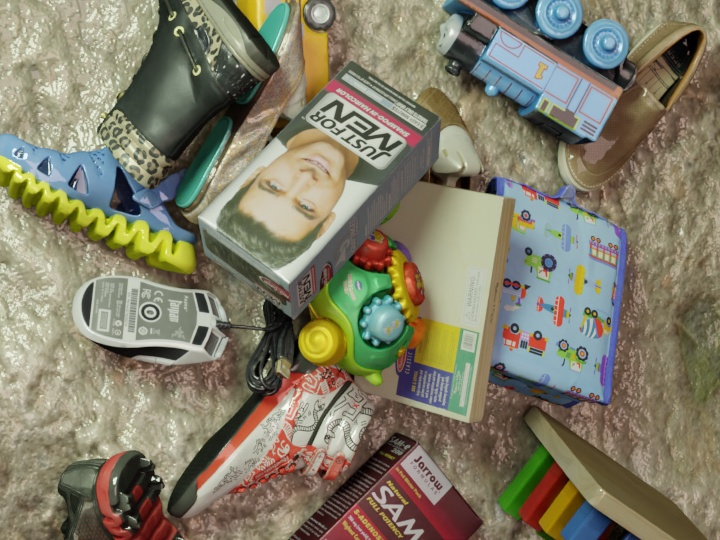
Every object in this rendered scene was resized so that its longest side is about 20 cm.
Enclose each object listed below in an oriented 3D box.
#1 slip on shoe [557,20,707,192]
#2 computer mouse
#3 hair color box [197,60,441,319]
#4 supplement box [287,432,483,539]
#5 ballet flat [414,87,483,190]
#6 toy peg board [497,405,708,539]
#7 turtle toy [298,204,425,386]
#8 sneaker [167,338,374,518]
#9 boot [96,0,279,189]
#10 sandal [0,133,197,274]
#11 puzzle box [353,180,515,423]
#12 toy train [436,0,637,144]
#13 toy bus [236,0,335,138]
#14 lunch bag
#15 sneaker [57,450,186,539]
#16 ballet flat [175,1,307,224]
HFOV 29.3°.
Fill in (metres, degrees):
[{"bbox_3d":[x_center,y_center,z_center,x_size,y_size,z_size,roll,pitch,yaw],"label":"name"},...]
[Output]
[{"bbox_3d":[0.268,-0.162,1.341,0.076,0.060,0.200,45,78,-16],"label":"slip on shoe"},{"bbox_3d":[-0.154,0.050,1.203,0.197,0.044,0.111,10,56,-13],"label":"computer mouse"},{"bbox_3d":[-0.031,-0.069,1.132,0.098,0.061,0.200,34,66,18],"label":"hair color box"},{"bbox_3d":[0.005,0.260,1.270,0.200,0.061,0.109,-44,105,-13],"label":"supplement box"},{"bbox_3d":[0.081,-0.068,1.272,0.067,0.072,0.203,3,91,-32],"label":"ballet flat"},{"bbox_3d":[0.235,0.249,1.290,0.199,0.199,0.098,34,97,-18],"label":"toy peg board"},{"bbox_3d":[0.000,0.000,1.197,0.100,0.146,0.203,-15,79,15],"label":"turtle toy"},{"bbox_3d":[-0.073,0.167,1.234,0.108,0.067,0.202,44,76,-14],"label":"sneaker"},{"bbox_3d":[-0.168,-0.176,1.142,0.154,0.204,0.073,-46,140,8],"label":"boot"},{"bbox_3d":[-0.219,-0.071,1.170,0.198,0.079,0.088,26,78,-26],"label":"sandal"},{"bbox_3d":[0.064,0.024,1.238,0.025,0.132,0.203,0,101,-54],"label":"puzzle box"},{"bbox_3d":[0.160,-0.204,1.280,0.198,0.087,0.115,30,87,-9],"label":"toy train"},{"bbox_3d":[-0.066,-0.185,1.218,0.077,0.065,0.203,-2,94,-19],"label":"toy bus"},{"bbox_3d":[0.174,0.012,1.311,0.149,0.094,0.203,19,77,-17],"label":"lunch bag"},{"bbox_3d":[-0.203,0.237,1.189,0.071,0.097,0.203,-58,140,-48],"label":"sneaker"},{"bbox_3d":[-0.085,-0.126,1.159,0.067,0.068,0.202,26,97,-29],"label":"ballet flat"}]
